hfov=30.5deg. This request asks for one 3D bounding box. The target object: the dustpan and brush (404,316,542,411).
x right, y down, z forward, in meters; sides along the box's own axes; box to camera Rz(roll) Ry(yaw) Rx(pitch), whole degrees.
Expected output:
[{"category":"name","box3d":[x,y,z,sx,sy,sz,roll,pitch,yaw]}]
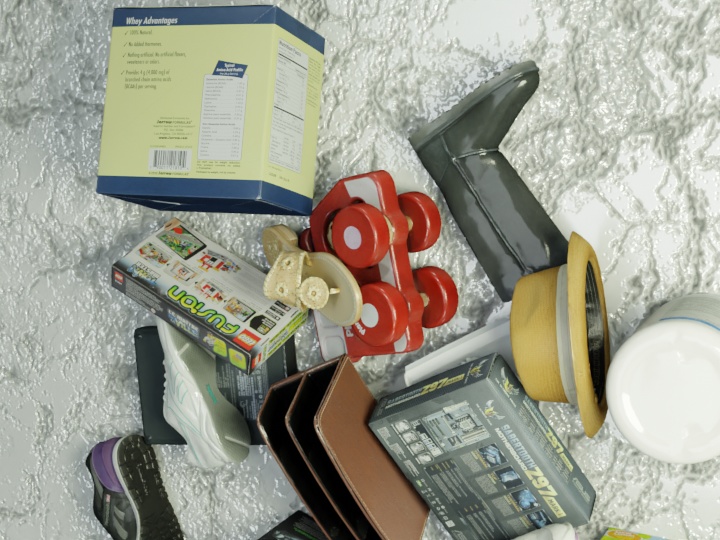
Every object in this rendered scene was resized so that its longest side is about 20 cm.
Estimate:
[{"category":"dustpan and brush","box3d":[0.151,0.162,1.392,0.139,0.057,0.200,-28,116,21]}]

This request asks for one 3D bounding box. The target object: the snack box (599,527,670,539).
[{"category":"snack box","box3d":[0.320,0.320,1.288,0.199,0.168,0.068,10,97,21]}]

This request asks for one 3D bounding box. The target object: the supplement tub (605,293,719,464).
[{"category":"supplement tub","box3d":[0.312,0.097,1.245,0.131,0.200,0.133,3,98,22]}]

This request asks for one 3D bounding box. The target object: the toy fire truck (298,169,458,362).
[{"category":"toy fire truck","box3d":[0.000,0.000,1.417,0.167,0.112,0.201,-10,95,43]}]

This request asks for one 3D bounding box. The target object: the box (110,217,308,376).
[{"category":"box","box3d":[-0.169,0.025,1.473,0.199,0.110,0.035,32,139,19]}]

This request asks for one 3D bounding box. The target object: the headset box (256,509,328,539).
[{"category":"headset box","box3d":[-0.101,0.385,1.450,0.092,0.200,0.175,26,105,17]}]

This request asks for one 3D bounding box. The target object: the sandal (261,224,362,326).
[{"category":"sandal","box3d":[-0.075,0.012,1.399,0.212,0.069,0.078,38,137,55]}]

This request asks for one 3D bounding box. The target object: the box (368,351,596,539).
[{"category":"box","box3d":[0.127,0.195,1.366,0.157,0.051,0.200,-25,110,34]}]

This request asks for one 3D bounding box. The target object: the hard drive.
[{"category":"hard drive","box3d":[-0.167,0.132,1.534,0.199,0.033,0.141,-3,96,22]}]

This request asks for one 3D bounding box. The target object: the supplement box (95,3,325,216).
[{"category":"supplement box","box3d":[-0.158,-0.169,1.415,0.199,0.134,0.201,3,86,21]}]

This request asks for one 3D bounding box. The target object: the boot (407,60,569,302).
[{"category":"boot","box3d":[0.161,-0.090,1.353,0.164,0.066,0.201,-34,81,30]}]

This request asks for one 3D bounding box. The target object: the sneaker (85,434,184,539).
[{"category":"sneaker","box3d":[-0.275,0.299,1.590,0.087,0.076,0.201,-15,88,38]}]

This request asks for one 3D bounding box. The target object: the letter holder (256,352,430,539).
[{"category":"letter holder","box3d":[-0.021,0.218,1.394,0.100,0.142,0.201,-24,110,23]}]

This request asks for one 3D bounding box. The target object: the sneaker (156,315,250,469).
[{"category":"sneaker","box3d":[-0.197,0.132,1.491,0.080,0.070,0.201,-23,85,34]}]

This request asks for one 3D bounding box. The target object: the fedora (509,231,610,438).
[{"category":"fedora","box3d":[0.194,0.064,1.293,0.081,0.200,0.202,-5,95,18]}]

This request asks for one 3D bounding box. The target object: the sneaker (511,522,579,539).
[{"category":"sneaker","box3d":[0.160,0.311,1.342,0.200,0.099,0.075,121,146,-58]}]
